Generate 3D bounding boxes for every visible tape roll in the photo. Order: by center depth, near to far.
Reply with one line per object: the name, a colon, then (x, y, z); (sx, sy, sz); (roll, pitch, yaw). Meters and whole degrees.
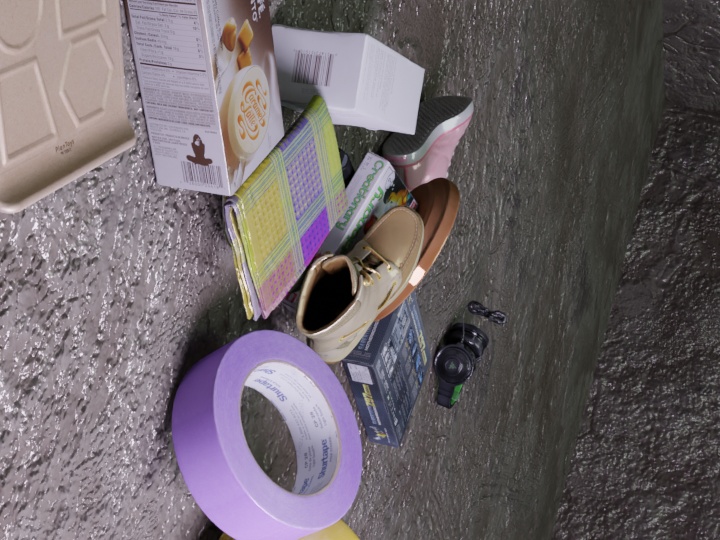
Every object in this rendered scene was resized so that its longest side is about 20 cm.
tape roll: (-0.088, 0.163, 1.282); (0.199, 0.065, 0.202); (31, 46, -37)

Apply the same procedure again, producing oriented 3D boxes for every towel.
towel: (-0.071, -0.063, 1.267); (0.201, 0.023, 0.145); (-55, 144, -44)

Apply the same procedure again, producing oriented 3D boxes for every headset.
headset: (0.174, 0.135, 2.098); (0.124, 0.093, 0.202); (-54, 158, -52)

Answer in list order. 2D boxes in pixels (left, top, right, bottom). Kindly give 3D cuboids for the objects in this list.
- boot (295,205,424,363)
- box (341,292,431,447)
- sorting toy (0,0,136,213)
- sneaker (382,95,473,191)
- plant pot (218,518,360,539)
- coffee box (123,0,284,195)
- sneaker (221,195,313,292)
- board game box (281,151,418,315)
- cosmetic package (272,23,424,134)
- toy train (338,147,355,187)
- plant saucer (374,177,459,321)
boot: (0.000, 0.000, 1.415); (0.201, 0.072, 0.156); (-53, 167, -8)
box: (0.039, 0.120, 1.783); (0.201, 0.050, 0.159); (73, 33, -49)
sorting toy: (-0.231, -0.165, 0.949); (0.185, 0.036, 0.203); (-45, 136, -58)
sneaker: (0.093, -0.157, 1.768); (0.200, 0.075, 0.106); (-47, 138, -45)
plant pot: (-0.103, 0.361, 1.333); (0.188, 0.199, 0.203); (-29, 127, -45)
coffee box: (-0.132, -0.183, 1.134); (0.115, 0.079, 0.202); (-56, 149, -49)
sneaker: (-0.104, -0.042, 1.312); (0.090, 0.066, 0.202); (-51, 146, -39)
board game box: (-0.010, -0.023, 1.525); (0.201, 0.034, 0.126); (-60, 153, -9)
cosmetic package: (-0.014, -0.202, 1.407); (0.200, 0.111, 0.082); (1, 99, -71)
toy train: (-0.011, -0.086, 1.558); (0.201, 0.045, 0.034); (64, 40, -58)
plant saucer: (0.049, -0.030, 1.615); (0.201, 0.032, 0.201); (-51, -163, 22)
